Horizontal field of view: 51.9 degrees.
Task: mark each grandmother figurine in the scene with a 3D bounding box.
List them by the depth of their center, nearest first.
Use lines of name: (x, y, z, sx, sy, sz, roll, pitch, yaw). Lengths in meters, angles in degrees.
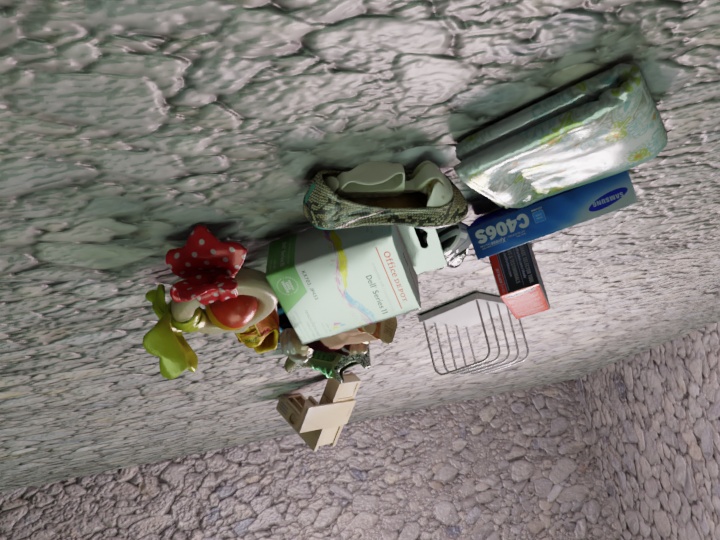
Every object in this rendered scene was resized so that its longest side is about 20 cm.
grandmother figurine: (-0.039, 0.088, 1.017, 0.198, 0.062, 0.121, -16, 135, 43)

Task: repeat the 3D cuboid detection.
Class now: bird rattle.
bird rattle: (-0.172, 0.028, 0.870, 0.161, 0.114, 0.200, 4, 139, -41)

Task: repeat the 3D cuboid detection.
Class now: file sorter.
file sorter: (0.233, 0.134, 1.472, 0.137, 0.127, 0.198, -23, 161, 31)

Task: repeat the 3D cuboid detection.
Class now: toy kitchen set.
toy kitchen set: (-0.136, 0.322, 1.859, 0.161, 0.180, 0.204, 0, 119, -47)

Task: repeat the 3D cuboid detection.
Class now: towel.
towel: (0.210, -0.127, 0.770, 0.197, 0.049, 0.170, -23, 161, 26)

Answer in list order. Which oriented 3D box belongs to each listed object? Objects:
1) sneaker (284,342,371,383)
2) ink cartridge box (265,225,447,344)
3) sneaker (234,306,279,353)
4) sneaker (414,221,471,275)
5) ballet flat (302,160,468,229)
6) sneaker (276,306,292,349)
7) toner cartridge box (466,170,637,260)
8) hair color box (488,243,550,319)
sneaker: (-0.062, 0.180, 1.441, 0.196, 0.091, 0.077, -21, 162, 22)
ink cartridge box: (0.000, 0.000, 0.875, 0.196, 0.068, 0.119, -18, 125, 12)
sneaker: (-0.151, 0.058, 1.002, 0.071, 0.079, 0.200, -16, 153, 11)
sneaker: (0.073, -0.008, 0.990, 0.198, 0.077, 0.114, -27, 161, 33)
ballet flat: (0.038, -0.081, 0.762, 0.195, 0.069, 0.076, -4, 145, -23)
sneaker: (-0.063, 0.083, 1.164, 0.195, 0.075, 0.082, -9, 162, -16)
toner cartridge box: (0.234, -0.073, 0.908, 0.196, 0.044, 0.095, -21, -173, 21)
hair color box: (0.234, 0.002, 1.100, 0.060, 0.104, 0.200, -17, 162, 14)
